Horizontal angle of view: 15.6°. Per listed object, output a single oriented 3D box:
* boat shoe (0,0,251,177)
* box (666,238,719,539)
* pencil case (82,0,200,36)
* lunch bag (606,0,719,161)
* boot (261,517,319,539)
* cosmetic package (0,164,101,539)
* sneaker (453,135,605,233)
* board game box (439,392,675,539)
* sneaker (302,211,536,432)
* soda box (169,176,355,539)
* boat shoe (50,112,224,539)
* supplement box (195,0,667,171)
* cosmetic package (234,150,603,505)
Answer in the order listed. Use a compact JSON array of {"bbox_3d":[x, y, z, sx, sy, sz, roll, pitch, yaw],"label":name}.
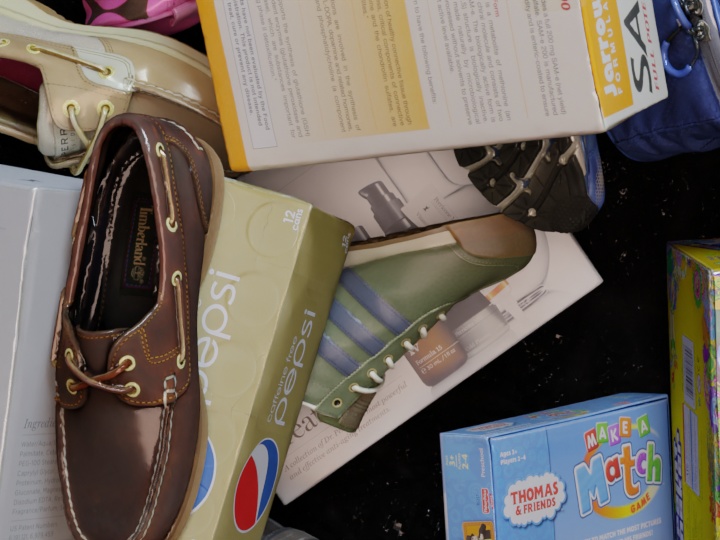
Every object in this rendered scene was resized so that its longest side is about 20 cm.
[{"bbox_3d":[-0.139,-0.081,1.282,0.199,0.074,0.067,19,50,14],"label":"boat shoe"},{"bbox_3d":[0.256,0.086,1.290,0.191,0.122,0.201,-2,97,-3],"label":"box"},{"bbox_3d":[-0.111,-0.215,1.298,0.090,0.093,0.201,-16,101,-38],"label":"pencil case"},{"bbox_3d":[0.196,-0.136,1.243,0.132,0.200,0.137,-12,98,43],"label":"lunch bag"},{"bbox_3d":[-0.098,0.166,1.323,0.174,0.069,0.201,29,120,31],"label":"boot"},{"bbox_3d":[-0.208,0.045,1.268,0.198,0.123,0.201,11,96,31],"label":"cosmetic package"},{"bbox_3d":[0.088,-0.103,1.281,0.089,0.201,0.079,12,138,-34],"label":"sneaker"},{"bbox_3d":[0.104,0.170,1.312,0.036,0.151,0.201,1,96,42],"label":"board game box"},{"bbox_3d":[-0.004,0.033,1.284,0.199,0.067,0.090,-13,91,9],"label":"sneaker"},{"bbox_3d":[-0.068,0.060,1.221,0.067,0.064,0.201,16,88,21],"label":"soda box"},{"bbox_3d":[-0.106,0.030,1.169,0.070,0.070,0.201,1,83,19],"label":"boat shoe"},{"bbox_3d":[0.027,-0.121,1.188,0.199,0.073,0.127,-4,103,32],"label":"supplement box"},{"bbox_3d":[0.000,0.000,1.341,0.200,0.052,0.151,-36,91,3],"label":"cosmetic package"}]
